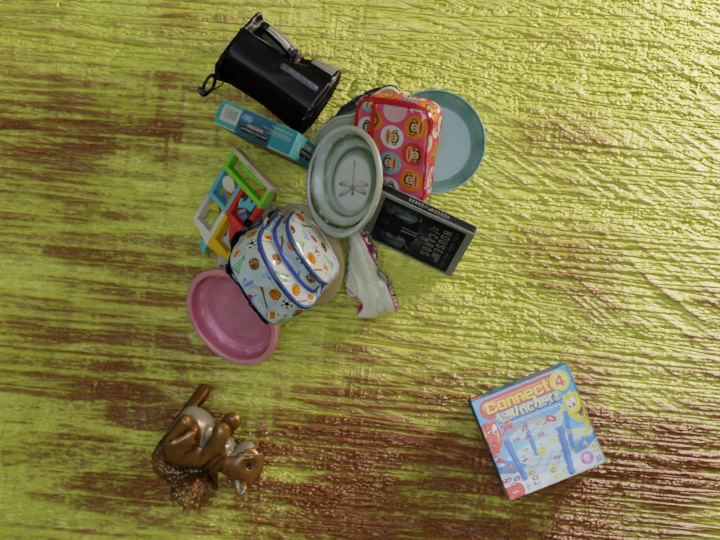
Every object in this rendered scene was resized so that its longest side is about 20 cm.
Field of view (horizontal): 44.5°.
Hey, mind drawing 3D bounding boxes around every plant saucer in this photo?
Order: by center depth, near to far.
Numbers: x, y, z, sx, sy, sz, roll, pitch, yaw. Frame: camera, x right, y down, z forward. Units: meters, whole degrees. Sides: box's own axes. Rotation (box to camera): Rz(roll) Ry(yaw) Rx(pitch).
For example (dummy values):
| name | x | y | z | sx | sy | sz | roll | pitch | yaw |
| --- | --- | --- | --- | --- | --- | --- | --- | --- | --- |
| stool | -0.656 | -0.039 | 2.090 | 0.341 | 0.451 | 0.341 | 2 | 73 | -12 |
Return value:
| name | x | y | z | sx | sy | sz | roll | pitch | yaw |
| --- | --- | --- | --- | --- | --- | --- | --- | --- | --- |
| plant saucer | -0.019 | -0.158 | 1.581 | 0.050 | 0.200 | 0.201 | 2 | 86 | -43 |
| plant saucer | -0.230 | 0.080 | 1.633 | 0.200 | 0.051 | 0.202 | 14 | 123 | 23 |
| plant saucer | 0.140 | -0.245 | 1.691 | 0.199 | 0.036 | 0.201 | 0 | 88 | 1 |

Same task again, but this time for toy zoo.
| name | x | y | z | sx | sy | sz | roll | pitch | yaw |
| --- | --- | --- | --- | --- | --- | --- | --- | --- | --- |
| toy zoo | -0.243 | -0.111 | 1.645 | 0.131 | 0.020 | 0.200 | 45 | 113 | 29 |

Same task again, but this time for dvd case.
| name | x | y | z | sx | sy | sz | roll | pitch | yaw |
| --- | --- | --- | --- | --- | --- | --- | --- | --- | --- |
| dvd case | 0.103 | -0.075 | 1.634 | 0.199 | 0.151 | 0.025 | 25 | 56 | 2 |

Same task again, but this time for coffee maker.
| name | x | y | z | sx | sy | sz | roll | pitch | yaw |
| --- | --- | --- | --- | --- | --- | --- | --- | --- | --- |
| coffee maker | -0.164 | -0.349 | 1.657 | 0.200 | 0.135 | 0.192 | 36 | 95 | 2 |

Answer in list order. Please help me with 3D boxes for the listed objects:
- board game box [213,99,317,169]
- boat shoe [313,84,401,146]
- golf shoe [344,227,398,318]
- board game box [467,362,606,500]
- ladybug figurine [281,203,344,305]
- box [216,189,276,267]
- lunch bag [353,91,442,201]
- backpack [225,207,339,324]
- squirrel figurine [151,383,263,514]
| name | x | y | z | sx | sy | sz | roll | pitch | yaw |
| --- | --- | --- | --- | --- | --- | --- | --- | --- | --- |
| board game box | -0.164 | -0.242 | 1.604 | 0.150 | 0.200 | 0.047 | 25 | 92 | 9 |
| boat shoe | -0.005 | -0.292 | 1.679 | 0.199 | 0.066 | 0.074 | -37 | 112 | 25 |
| golf shoe | 0.000 | 0.000 | 1.656 | 0.091 | 0.075 | 0.201 | -21 | 98 | 10 |
| board game box | 0.330 | 0.301 | 1.654 | 0.199 | 0.056 | 0.197 | -22 | 88 | 0 |
| ladybug figurine | -0.098 | -0.032 | 1.664 | 0.135 | 0.072 | 0.201 | -18 | 87 | 7 |
| box | -0.216 | -0.049 | 1.657 | 0.119 | 0.041 | 0.201 | 0 | 85 | 36 |
| lunch bag | 0.052 | -0.225 | 1.616 | 0.175 | 0.082 | 0.201 | 14 | 118 | 18 |
| backpack | -0.133 | -0.003 | 1.513 | 0.154 | 0.191 | 0.200 | -34 | 102 | 28 |
| squirrel figurine | -0.282 | 0.352 | 1.640 | 0.186 | 0.142 | 0.200 | 36 | 103 | -8 |
